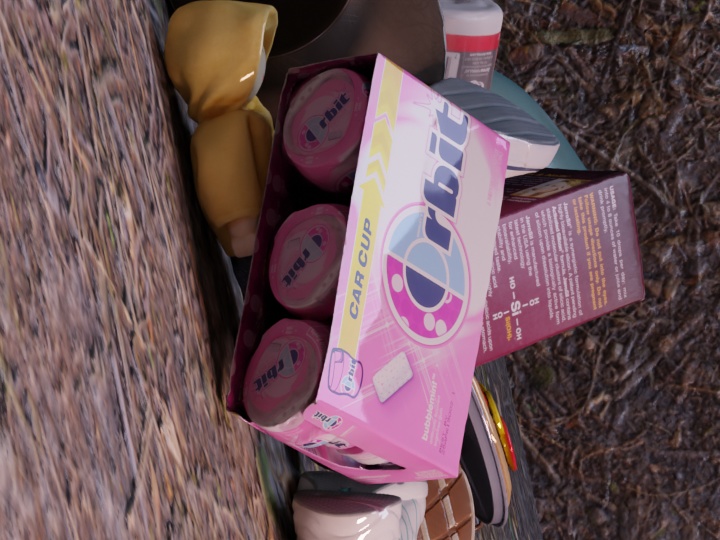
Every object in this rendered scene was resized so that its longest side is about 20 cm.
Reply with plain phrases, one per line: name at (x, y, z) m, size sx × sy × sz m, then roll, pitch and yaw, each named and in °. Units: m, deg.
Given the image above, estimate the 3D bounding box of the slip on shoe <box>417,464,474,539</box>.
slip on shoe at (0.022, 0.128, 1.795) m, size 0.061 × 0.076 × 0.201 m, roll 148°, pitch -68°, yaw -64°

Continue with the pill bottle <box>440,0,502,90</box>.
pill bottle at (0.030, -0.098, 1.949) m, size 0.111 × 0.110 × 0.201 m, roll -84°, pitch -176°, yaw -74°

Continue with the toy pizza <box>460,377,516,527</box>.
toy pizza at (0.062, 0.077, 1.864) m, size 0.200 × 0.032 × 0.201 m, roll 157°, pitch -90°, yaw -80°

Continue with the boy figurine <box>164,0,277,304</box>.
boy figurine at (-0.053, -0.046, 1.461) m, size 0.124 × 0.064 × 0.201 m, roll -40°, pitch 118°, yaw -77°

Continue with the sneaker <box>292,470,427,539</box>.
sneaker at (-0.005, 0.151, 1.502) m, size 0.200 × 0.070 × 0.080 m, roll -23°, pitch 114°, yaw -82°

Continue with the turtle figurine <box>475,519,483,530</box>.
turtle figurine at (0.057, 0.185, 1.971) m, size 0.161 × 0.064 × 0.200 m, roll -97°, pitch 171°, yaw -52°

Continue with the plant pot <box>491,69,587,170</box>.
plant pot at (0.075, -0.069, 2.186) m, size 0.161 × 0.200 × 0.201 m, roll 59°, pitch 14°, yaw -33°

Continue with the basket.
basket at (-0.035, -0.155, 1.603) m, size 0.200 × 0.136 × 0.181 m, roll 31°, pitch 45°, yaw -77°

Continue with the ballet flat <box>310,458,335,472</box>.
ballet flat at (-0.027, 0.014, 1.573) m, size 0.067 × 0.068 × 0.200 m, roll 25°, pitch 49°, yaw -72°

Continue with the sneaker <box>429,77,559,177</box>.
sneaker at (0.045, -0.067, 1.634) m, size 0.073 × 0.071 × 0.200 m, roll 43°, pitch 24°, yaw 25°

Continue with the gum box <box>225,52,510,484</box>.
gum box at (0.005, 0.006, 1.408) m, size 0.113 × 0.066 × 0.200 m, roll 30°, pitch 61°, yaw -44°

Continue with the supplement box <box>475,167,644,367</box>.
supplement box at (0.064, 0.001, 1.688) m, size 0.110 × 0.200 × 0.086 m, roll 6°, pitch -70°, yaw 50°
